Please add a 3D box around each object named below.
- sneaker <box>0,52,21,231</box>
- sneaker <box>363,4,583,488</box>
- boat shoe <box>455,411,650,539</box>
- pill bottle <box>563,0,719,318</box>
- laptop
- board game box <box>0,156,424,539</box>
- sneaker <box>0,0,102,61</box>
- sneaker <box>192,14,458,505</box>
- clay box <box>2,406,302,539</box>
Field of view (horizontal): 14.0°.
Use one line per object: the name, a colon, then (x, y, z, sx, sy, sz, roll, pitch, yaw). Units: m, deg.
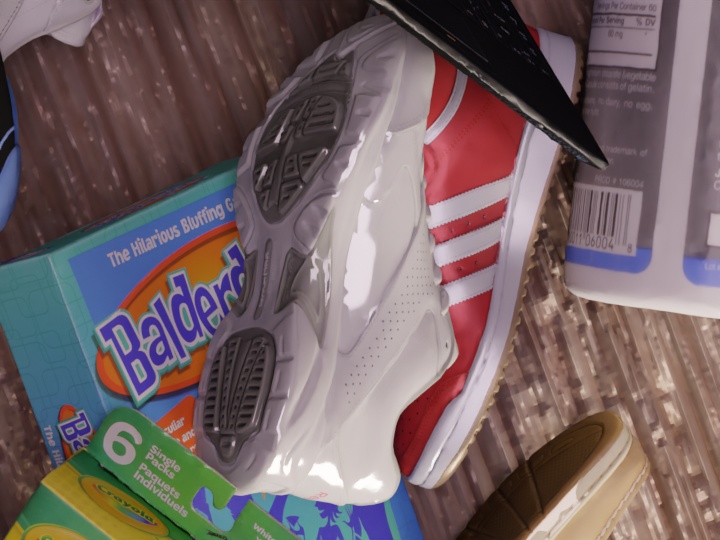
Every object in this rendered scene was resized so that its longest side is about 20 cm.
sneaker: (-0.176, -0.107, 1.111, 0.070, 0.078, 0.201, -14, 80, 1)
sneaker: (0.016, -0.016, 1.233, 0.112, 0.071, 0.201, 16, 84, -14)
boat shoe: (0.064, 0.152, 1.258, 0.069, 0.074, 0.200, 37, 97, -13)
pill bottle: (0.151, -0.083, 1.231, 0.113, 0.114, 0.201, 6, 93, -10)
laptop: (0.044, -0.168, 1.156, 0.103, 0.200, 0.177, -42, 135, 16)
board game box: (-0.057, 0.067, 1.198, 0.152, 0.045, 0.201, -29, 101, -48)
sneaker: (-0.132, -0.153, 1.210, 0.100, 0.075, 0.200, 41, 85, -31)
sneaker: (0.000, 0.000, 1.172, 0.099, 0.078, 0.201, 21, 82, -36)
clay box: (-0.105, 0.161, 1.129, 0.115, 0.048, 0.200, 36, 114, 7)
